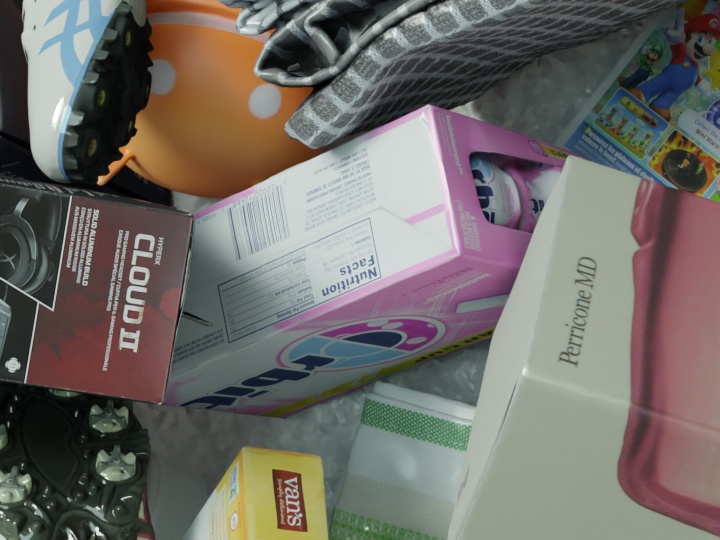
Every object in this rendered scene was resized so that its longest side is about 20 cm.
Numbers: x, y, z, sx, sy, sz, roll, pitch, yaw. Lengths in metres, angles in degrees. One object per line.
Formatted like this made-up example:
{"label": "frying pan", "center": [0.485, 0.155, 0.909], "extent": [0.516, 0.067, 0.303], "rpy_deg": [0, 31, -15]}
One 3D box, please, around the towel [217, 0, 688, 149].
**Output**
{"label": "towel", "center": [0.057, -0.120, 1.026], "extent": [0.165, 0.200, 0.086], "rpy_deg": [-21, 89, 29]}

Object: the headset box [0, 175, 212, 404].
{"label": "headset box", "center": [-0.158, -0.002, 0.974], "extent": [0.200, 0.149, 0.077], "rpy_deg": [10, 91, -14]}

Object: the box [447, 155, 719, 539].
{"label": "box", "center": [0.147, 0.060, 0.937], "extent": [0.200, 0.109, 0.128], "rpy_deg": [17, 43, -1]}

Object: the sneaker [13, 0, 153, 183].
{"label": "sneaker", "center": [-0.121, -0.119, 1.035], "extent": [0.072, 0.072, 0.200], "rpy_deg": [0, 56, 3]}

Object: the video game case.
{"label": "video game case", "center": [0.147, -0.028, 1.075], "extent": [0.143, 0.018, 0.200], "rpy_deg": [41, 98, 27]}

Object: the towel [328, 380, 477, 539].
{"label": "towel", "center": [0.048, 0.159, 1.069], "extent": [0.149, 0.031, 0.200], "rpy_deg": [14, 93, 28]}

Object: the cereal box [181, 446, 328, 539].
{"label": "cereal box", "center": [-0.061, 0.182, 1.013], "extent": [0.200, 0.039, 0.144], "rpy_deg": [124, 148, -47]}

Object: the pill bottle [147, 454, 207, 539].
{"label": "pill bottle", "center": [-0.174, 0.090, 1.098], "extent": [0.111, 0.200, 0.111], "rpy_deg": [-54, 21, 31]}

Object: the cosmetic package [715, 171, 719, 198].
{"label": "cosmetic package", "center": [0.223, -0.098, 0.998], "extent": [0.103, 0.087, 0.200], "rpy_deg": [13, 75, 23]}

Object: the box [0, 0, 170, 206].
{"label": "box", "center": [-0.152, -0.129, 1.159], "extent": [0.051, 0.158, 0.200], "rpy_deg": [-14, 72, 22]}

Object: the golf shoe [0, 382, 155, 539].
{"label": "golf shoe", "center": [-0.113, 0.119, 0.996], "extent": [0.077, 0.088, 0.200], "rpy_deg": [-9, 40, -17]}

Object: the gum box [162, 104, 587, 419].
{"label": "gum box", "center": [0.000, 0.000, 1.059], "extent": [0.200, 0.113, 0.066], "rpy_deg": [-23, 69, 34]}

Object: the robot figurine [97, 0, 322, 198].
{"label": "robot figurine", "center": [-0.057, -0.118, 1.124], "extent": [0.116, 0.144, 0.200], "rpy_deg": [-7, 61, 37]}
